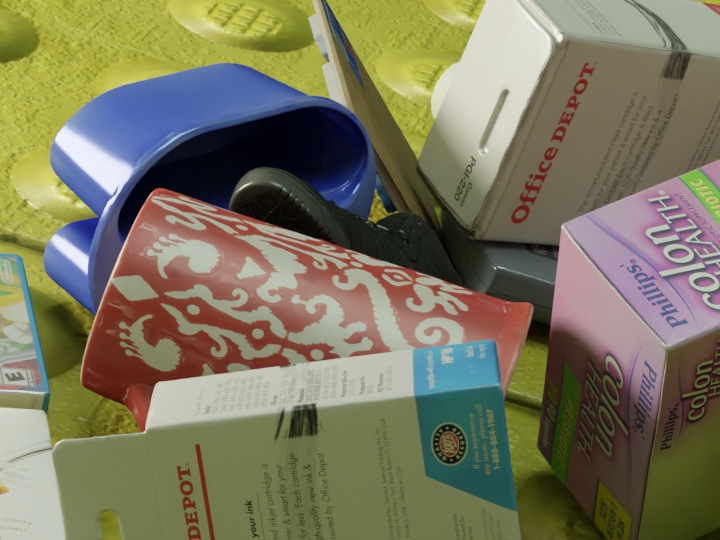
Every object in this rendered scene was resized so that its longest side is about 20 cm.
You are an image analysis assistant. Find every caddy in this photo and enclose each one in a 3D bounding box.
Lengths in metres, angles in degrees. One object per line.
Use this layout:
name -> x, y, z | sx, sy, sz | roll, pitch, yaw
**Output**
caddy -> -0.080, -0.032, 1.329 | 0.200, 0.142, 0.105 | -18, 38, -39

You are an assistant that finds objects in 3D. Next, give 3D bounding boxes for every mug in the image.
mug -> -0.033, 0.053, 1.186 | 0.200, 0.134, 0.178 | 22, 32, 1

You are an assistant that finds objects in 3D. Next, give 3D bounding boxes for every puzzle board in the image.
puzzle board -> 0.011, -0.079, 1.486 | 0.017, 0.151, 0.200 | -28, 30, 7

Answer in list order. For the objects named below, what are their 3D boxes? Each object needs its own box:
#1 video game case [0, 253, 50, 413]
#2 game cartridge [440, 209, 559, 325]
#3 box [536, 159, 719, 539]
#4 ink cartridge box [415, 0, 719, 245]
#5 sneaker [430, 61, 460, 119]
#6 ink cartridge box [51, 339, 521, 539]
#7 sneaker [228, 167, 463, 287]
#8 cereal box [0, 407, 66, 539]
video game case -> -0.271, 0.026, 1.266 | 0.200, 0.018, 0.143 | 4, 30, -18
game cartridge -> 0.117, -0.023, 1.505 | 0.133, 0.041, 0.200 | 21, 26, -11
box -> 0.204, 0.032, 1.242 | 0.200, 0.176, 0.097 | -23, 52, -20
ink cartridge box -> 0.153, -0.091, 1.457 | 0.200, 0.146, 0.085 | 3, 33, -34
sneaker -> 0.159, -0.115, 1.660 | 0.200, 0.077, 0.111 | -12, 31, -33
ink cartridge box -> -0.030, 0.105, 1.087 | 0.200, 0.116, 0.068 | -7, 17, 3
sneaker -> 0.002, -0.001, 1.309 | 0.200, 0.060, 0.104 | 52, 33, -26
cereal box -> -0.206, 0.126, 1.089 | 0.144, 0.040, 0.200 | 5, 29, -17
